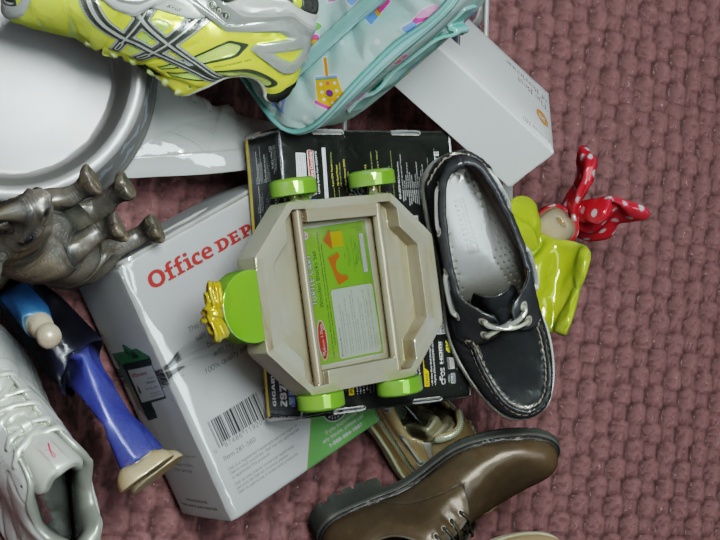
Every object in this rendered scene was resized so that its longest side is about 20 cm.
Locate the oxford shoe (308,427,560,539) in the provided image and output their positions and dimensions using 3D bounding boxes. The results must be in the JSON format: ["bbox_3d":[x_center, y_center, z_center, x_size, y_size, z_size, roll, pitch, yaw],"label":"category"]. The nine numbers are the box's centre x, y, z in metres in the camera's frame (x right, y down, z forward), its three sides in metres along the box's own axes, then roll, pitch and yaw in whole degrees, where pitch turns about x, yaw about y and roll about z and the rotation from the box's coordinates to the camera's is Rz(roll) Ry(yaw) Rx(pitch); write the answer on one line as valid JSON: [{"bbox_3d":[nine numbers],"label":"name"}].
[{"bbox_3d":[0.067,0.185,1.281,0.199,0.085,0.073,-26,135,-1],"label":"oxford shoe"}]

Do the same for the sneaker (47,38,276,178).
[{"bbox_3d":[-0.134,-0.125,1.209,0.199,0.074,0.116,-4,94,-32],"label":"sneaker"}]

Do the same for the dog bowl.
[{"bbox_3d":[-0.229,-0.133,1.116,0.199,0.059,0.201,0,90,-12],"label":"dog bowl"}]

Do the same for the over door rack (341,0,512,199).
[{"bbox_3d":[0.035,-0.146,1.323,0.147,0.066,0.201,-6,91,-31],"label":"over door rack"}]

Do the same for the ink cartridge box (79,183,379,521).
[{"bbox_3d":[-0.095,0.055,1.222,0.146,0.084,0.201,-30,104,-32],"label":"ink cartridge box"}]

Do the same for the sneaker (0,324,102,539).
[{"bbox_3d":[-0.222,0.107,1.130,0.078,0.099,0.201,-36,108,-28],"label":"sneaker"}]

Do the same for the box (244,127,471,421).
[{"bbox_3d":[0.000,0.000,1.215,0.159,0.049,0.201,-4,88,-37],"label":"box"}]

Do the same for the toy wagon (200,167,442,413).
[{"bbox_3d":[-0.029,0.015,1.136,0.199,0.039,0.156,-8,91,-38],"label":"toy wagon"}]

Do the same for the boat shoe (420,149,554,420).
[{"bbox_3d":[0.094,0.013,1.205,0.073,0.060,0.201,-14,94,-5],"label":"boat shoe"}]

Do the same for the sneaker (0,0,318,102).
[{"bbox_3d":[-0.128,-0.149,1.072,0.199,0.075,0.077,6,108,-4],"label":"sneaker"}]

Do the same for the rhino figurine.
[{"bbox_3d":[-0.191,-0.022,1.050,0.087,0.200,0.060,-28,84,8],"label":"rhino figurine"}]

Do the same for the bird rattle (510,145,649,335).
[{"bbox_3d":[0.123,-0.017,1.332,0.113,0.163,0.200,48,32,-6],"label":"bird rattle"}]

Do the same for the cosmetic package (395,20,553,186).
[{"bbox_3d":[0.059,-0.156,1.248,0.200,0.051,0.083,39,33,-26],"label":"cosmetic package"}]

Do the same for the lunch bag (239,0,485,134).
[{"bbox_3d":[-0.010,-0.194,1.124,0.077,0.200,0.161,-17,71,-55],"label":"lunch bag"}]

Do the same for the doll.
[{"bbox_3d":[-0.196,0.055,1.132,0.048,0.136,0.200,-37,82,-3],"label":"doll"}]

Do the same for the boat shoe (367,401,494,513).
[{"bbox_3d":[0.054,0.126,1.323,0.200,0.076,0.072,43,66,-26],"label":"boat shoe"}]

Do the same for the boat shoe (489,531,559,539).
[{"bbox_3d":[0.100,0.263,1.354,0.199,0.069,0.074,-18,99,-32],"label":"boat shoe"}]
